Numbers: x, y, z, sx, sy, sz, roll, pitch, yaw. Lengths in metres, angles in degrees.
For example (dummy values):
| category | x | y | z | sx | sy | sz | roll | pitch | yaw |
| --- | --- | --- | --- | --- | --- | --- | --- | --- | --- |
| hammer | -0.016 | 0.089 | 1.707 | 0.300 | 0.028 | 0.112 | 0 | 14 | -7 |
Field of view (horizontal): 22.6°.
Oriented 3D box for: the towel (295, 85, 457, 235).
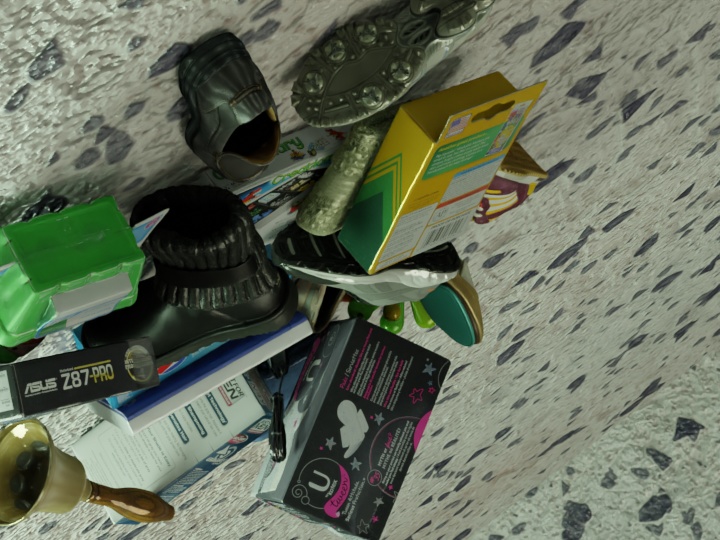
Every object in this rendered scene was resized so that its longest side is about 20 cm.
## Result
| category | x | y | z | sx | sy | sz | roll | pitch | yaw |
| --- | --- | --- | --- | --- | --- | --- | --- | --- | --- |
| towel | 0.039 | -0.101 | 1.630 | 0.200 | 0.037 | 0.149 | -18 | 152 | -45 |

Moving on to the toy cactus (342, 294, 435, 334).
| category | x | y | z | sx | sy | sz | roll | pitch | yaw |
| --- | --- | --- | --- | --- | --- | --- | --- | --- | --- |
| toy cactus | 0.051 | -0.009 | 1.925 | 0.200 | 0.102 | 0.165 | -11 | 130 | -46 |

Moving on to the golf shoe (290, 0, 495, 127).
| category | x | y | z | sx | sy | sz | roll | pitch | yaw |
| --- | --- | --- | --- | --- | --- | --- | --- | --- | --- |
| golf shoe | 0.034 | -0.178 | 1.498 | 0.200 | 0.078 | 0.097 | -35 | 167 | -1 |

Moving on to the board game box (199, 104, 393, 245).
| category | x | y | z | sx | sy | sz | roll | pitch | yaw |
| --- | --- | --- | --- | --- | --- | --- | --- | --- | --- |
| board game box | -0.063 | -0.076 | 1.617 | 0.200 | 0.035 | 0.126 | -26 | 158 | -30 |

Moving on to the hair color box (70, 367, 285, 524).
| category | x | y | z | sx | sy | sz | roll | pitch | yaw |
| --- | --- | --- | --- | --- | --- | --- | --- | --- | --- |
| hair color box | -0.187 | 0.165 | 1.847 | 0.200 | 0.100 | 0.061 | -36 | 162 | 11 |

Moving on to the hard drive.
| category | x | y | z | sx | sy | sz | roll | pitch | yaw |
| --- | --- | --- | --- | --- | --- | --- | --- | --- | --- |
| hard drive | -0.159 | 0.089 | 1.737 | 0.200 | 0.025 | 0.132 | -29 | -161 | -21 |

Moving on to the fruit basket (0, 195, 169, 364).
| category | x | y | z | sx | sy | sz | roll | pitch | yaw |
| --- | --- | --- | --- | --- | --- | --- | --- | --- | --- |
| fruit basket | -0.258 | 0.029 | 1.439 | 0.185 | 0.094 | 0.200 | -20 | 158 | -40 |

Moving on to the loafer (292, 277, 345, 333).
| category | x | y | z | sx | sy | sz | roll | pitch | yaw |
| --- | --- | --- | --- | --- | --- | --- | --- | --- | --- |
| loafer | -0.019 | -0.002 | 1.782 | 0.072 | 0.063 | 0.200 | -20 | 165 | -30 |

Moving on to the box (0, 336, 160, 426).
| category | x | y | z | sx | sy | sz | roll | pitch | yaw |
| --- | --- | --- | --- | --- | --- | --- | --- | --- | --- |
| box | -0.291 | 0.103 | 1.489 | 0.200 | 0.049 | 0.161 | -15 | 175 | 37 |

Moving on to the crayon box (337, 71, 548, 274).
| category | x | y | z | sx | sy | sz | roll | pitch | yaw |
| --- | --- | --- | --- | --- | --- | --- | --- | --- | --- |
| crayon box | 0.070 | -0.096 | 1.571 | 0.126 | 0.052 | 0.200 | -23 | 152 | -39 |

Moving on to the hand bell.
| category | x | y | z | sx | sy | sz | roll | pitch | yaw |
| --- | --- | --- | --- | --- | --- | --- | --- | --- | --- |
| hand bell | -0.259 | 0.215 | 1.752 | 0.104 | 0.104 | 0.200 | -44 | 139 | 21 |

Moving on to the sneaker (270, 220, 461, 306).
| category | x | y | z | sx | sy | sz | roll | pitch | yaw |
| --- | --- | --- | --- | --- | --- | --- | --- | --- | --- |
| sneaker | 0.000 | 0.000 | 1.682 | 0.200 | 0.074 | 0.079 | 7 | 138 | -37 |

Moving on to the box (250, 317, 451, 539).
| category | x | y | z | sx | sy | sz | roll | pitch | yaw |
| --- | --- | --- | --- | --- | --- | --- | --- | --- | --- |
| box | -0.014 | 0.160 | 1.826 | 0.201 | 0.114 | 0.132 | -67 | -165 | -11 |

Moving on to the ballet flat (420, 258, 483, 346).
| category | x | y | z | sx | sy | sz | roll | pitch | yaw |
| --- | --- | --- | --- | --- | --- | --- | --- | --- | --- |
| ballet flat | 0.077 | -0.006 | 1.841 | 0.069 | 0.200 | 0.063 | 3 | -129 | 49 |

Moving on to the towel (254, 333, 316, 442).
| category | x | y | z | sx | sy | sz | roll | pitch | yaw |
| --- | --- | --- | --- | --- | --- | --- | --- | --- | --- |
| towel | -0.087 | 0.123 | 2.020 | 0.111 | 0.049 | 0.200 | -30 | 161 | -20 |

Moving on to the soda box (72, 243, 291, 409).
| category | x | y | z | sx | sy | sz | roll | pitch | yaw |
| --- | --- | --- | --- | --- | --- | --- | --- | --- | --- |
| soda box | -0.163 | 0.042 | 1.667 | 0.200 | 0.068 | 0.064 | -31 | 160 | -16 |

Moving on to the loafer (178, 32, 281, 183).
| category | x | y | z | sx | sy | sz | roll | pitch | yaw |
| --- | --- | --- | --- | --- | --- | --- | --- | --- | --- |
| loafer | -0.096 | -0.109 | 1.427 | 0.073 | 0.072 | 0.200 | -35 | 162 | -6 |

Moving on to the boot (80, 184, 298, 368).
| category | x | y | z | sx | sy | sz | roll | pitch | yaw |
| --- | --- | --- | --- | --- | --- | --- | --- | --- | --- |
| boot | -0.170 | 0.005 | 1.542 | 0.210 | 0.080 | 0.158 | -17 | 147 | 13 |

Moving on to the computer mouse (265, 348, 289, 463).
| category | x | y | z | sx | sy | sz | roll | pitch | yaw |
| --- | --- | --- | --- | --- | --- | --- | --- | --- | --- |
| computer mouse | -0.090 | 0.107 | 1.806 | 0.034 | 0.200 | 0.059 | -3 | 136 | 1 |

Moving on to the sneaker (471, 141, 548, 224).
| category | x | y | z | sx | sy | sz | roll | pitch | yaw |
| --- | --- | --- | --- | --- | --- | --- | --- | --- | --- |
| sneaker | 0.124 | -0.087 | 1.857 | 0.090 | 0.075 | 0.200 | -49 | 157 | 17 |
